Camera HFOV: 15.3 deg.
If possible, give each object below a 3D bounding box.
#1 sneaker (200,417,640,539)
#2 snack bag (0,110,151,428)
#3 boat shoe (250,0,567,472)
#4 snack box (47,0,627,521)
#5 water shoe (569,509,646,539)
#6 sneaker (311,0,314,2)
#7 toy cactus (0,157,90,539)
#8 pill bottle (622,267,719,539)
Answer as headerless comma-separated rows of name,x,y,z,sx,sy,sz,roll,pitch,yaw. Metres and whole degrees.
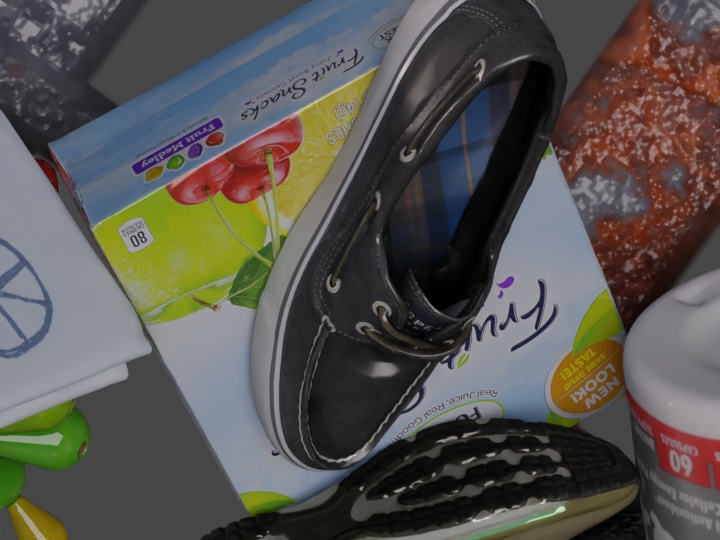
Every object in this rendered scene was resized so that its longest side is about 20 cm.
sneaker,0.016,0.123,1.014,0.199,0.077,0.089,-22,117,2
snack bag,-0.181,-0.027,0.883,0.021,0.188,0.201,-40,80,38
boat shoe,0.021,-0.005,0.941,0.070,0.066,0.201,14,114,-30
snack box,0.000,0.000,1.020,0.168,0.068,0.201,-30,129,-4
water shoe,0.036,0.152,1.082,0.198,0.072,0.080,-9,100,-7
sneaker,-0.014,-0.062,1.050,0.200,0.070,0.080,-42,103,-2
toy cactus,-0.181,0.055,0.982,0.164,0.102,0.201,-4,121,-24
pill bottle,0.167,0.108,1.035,0.113,0.114,0.201,-14,119,-6
